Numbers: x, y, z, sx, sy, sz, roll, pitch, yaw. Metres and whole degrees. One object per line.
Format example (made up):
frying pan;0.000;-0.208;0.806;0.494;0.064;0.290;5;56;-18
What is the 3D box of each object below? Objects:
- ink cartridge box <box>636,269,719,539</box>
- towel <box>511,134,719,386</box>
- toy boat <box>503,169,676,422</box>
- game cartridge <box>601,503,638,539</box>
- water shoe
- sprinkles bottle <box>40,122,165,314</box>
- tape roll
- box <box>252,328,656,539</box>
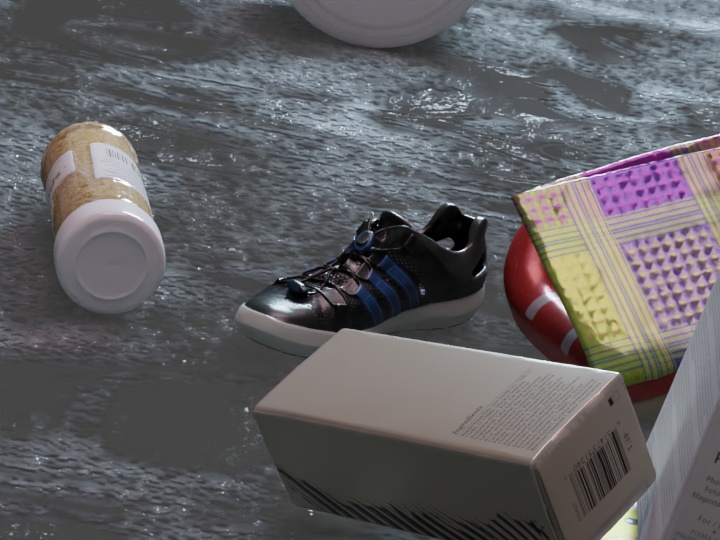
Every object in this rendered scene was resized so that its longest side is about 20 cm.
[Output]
ink cartridge box;0.189;0.052;1.394;0.057;0.200;0.163;23;19;-3
towel;0.201;-0.009;1.655;0.200;0.023;0.144;-14;63;-19
toy boat;0.158;-0.005;1.725;0.130;0.131;0.200;-30;29;-10
game cartridge;0.134;0.145;1.468;0.133;0.041;0.200;8;18;11
water shoe;0.000;0.000;1.765;0.071;0.079;0.200;23;24;38
sprinkles bottle;-0.167;-0.036;1.819;0.068;0.068;0.200;5;19;-11
tape roll;0.018;-0.309;2.492;0.202;0.203;0.139;8;19;-2
box;0.046;0.088;1.444;0.200;0.068;0.082;9;40;46
